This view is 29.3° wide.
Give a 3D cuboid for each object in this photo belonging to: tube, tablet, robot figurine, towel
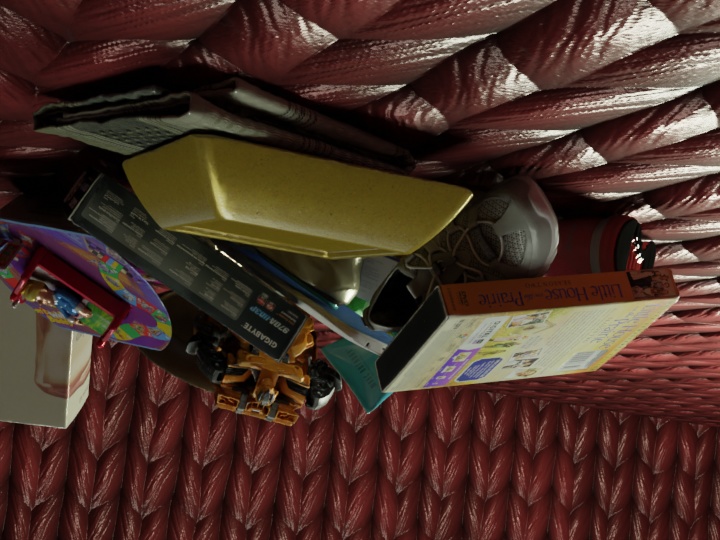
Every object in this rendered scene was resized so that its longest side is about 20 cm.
[{"bbox_3d":[0.062,0.058,1.346,0.199,0.078,0.051,-32,158,-21],"label":"tube"},{"bbox_3d":[-0.032,0.030,1.168,0.199,0.014,0.130,32,-177,42],"label":"tablet"},{"bbox_3d":[-0.091,0.074,1.255,0.143,0.059,0.201,16,-157,-13],"label":"robot figurine"},{"bbox_3d":[-0.094,-0.093,0.932,0.199,0.035,0.191,12,174,-44],"label":"towel"}]

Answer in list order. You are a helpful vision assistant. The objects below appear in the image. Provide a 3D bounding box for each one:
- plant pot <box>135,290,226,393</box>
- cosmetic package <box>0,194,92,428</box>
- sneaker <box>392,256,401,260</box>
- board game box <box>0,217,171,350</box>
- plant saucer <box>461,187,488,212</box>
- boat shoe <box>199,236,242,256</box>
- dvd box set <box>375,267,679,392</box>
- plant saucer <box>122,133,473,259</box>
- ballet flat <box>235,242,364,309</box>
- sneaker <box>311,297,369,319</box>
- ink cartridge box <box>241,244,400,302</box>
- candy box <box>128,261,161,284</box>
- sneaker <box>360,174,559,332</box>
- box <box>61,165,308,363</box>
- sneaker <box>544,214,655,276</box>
[{"bbox_3d":[-0.131,0.066,1.356,0.198,0.028,0.200,18,-160,-6],"label":"plant pot"},{"bbox_3d":[-0.307,0.038,1.331,0.086,0.203,0.104,7,-164,-1],"label":"cosmetic package"},{"bbox_3d":[0.055,0.035,1.425,0.075,0.093,0.200,7,167,6],"label":"sneaker"},{"bbox_3d":[-0.258,0.026,1.189,0.198,0.039,0.159,11,145,29],"label":"board game box"},{"bbox_3d":[0.057,-0.040,1.150,0.197,0.030,0.200,8,172,1],"label":"plant saucer"},{"bbox_3d":[-0.115,-0.025,1.291,0.064,0.073,0.199,30,-162,30],"label":"boat shoe"},{"bbox_3d":[0.126,0.047,1.059,0.197,0.030,0.147,-4,155,-21],"label":"dvd box set"},{"bbox_3d":[-0.052,-0.043,0.954,0.198,0.049,0.199,10,174,-23],"label":"plant saucer"},{"bbox_3d":[-0.079,-0.042,1.102,0.199,0.070,0.069,30,164,-20],"label":"ballet flat"},{"bbox_3d":[0.034,0.014,1.293,0.197,0.075,0.084,8,148,-1],"label":"sneaker"},{"bbox_3d":[0.000,0.000,1.206,0.198,0.045,0.094,23,-179,5],"label":"ink cartridge box"},{"bbox_3d":[-0.147,-0.012,1.411,0.198,0.062,0.135,15,169,-39],"label":"candy box"},{"bbox_3d":[0.073,0.002,1.029,0.081,0.075,0.200,-22,165,-39],"label":"sneaker"},{"bbox_3d":[-0.146,-0.009,1.114,0.199,0.046,0.159,35,177,-16],"label":"box"},{"bbox_3d":[0.197,-0.006,1.159,0.086,0.075,0.200,11,166,21],"label":"sneaker"}]
